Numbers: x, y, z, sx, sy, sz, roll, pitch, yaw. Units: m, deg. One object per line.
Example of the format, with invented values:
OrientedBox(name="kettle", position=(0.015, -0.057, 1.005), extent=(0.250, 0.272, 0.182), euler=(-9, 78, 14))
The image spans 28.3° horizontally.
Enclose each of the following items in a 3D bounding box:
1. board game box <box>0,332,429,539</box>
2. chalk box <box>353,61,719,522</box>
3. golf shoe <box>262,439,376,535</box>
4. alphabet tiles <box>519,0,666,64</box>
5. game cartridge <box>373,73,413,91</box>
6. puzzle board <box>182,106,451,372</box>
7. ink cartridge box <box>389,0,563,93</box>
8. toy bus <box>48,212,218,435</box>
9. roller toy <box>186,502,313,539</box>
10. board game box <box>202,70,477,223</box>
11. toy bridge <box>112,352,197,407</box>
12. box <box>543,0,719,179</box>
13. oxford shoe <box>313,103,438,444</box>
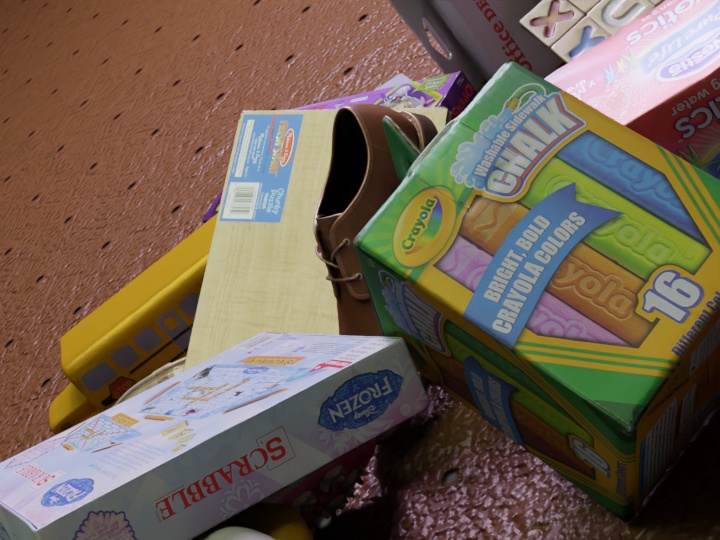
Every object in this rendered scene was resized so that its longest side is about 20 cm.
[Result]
OrientedBox(name="board game box", position=(-0.093, 0.092, 0.748), extent=(0.199, 0.041, 0.200), euler=(-26, 9, -22))
OrientedBox(name="chalk box", position=(0.081, -0.001, 0.682), extent=(0.200, 0.125, 0.124), euler=(33, 73, 25))
OrientedBox(name="golf shoe", position=(-0.084, 0.134, 0.811), extent=(0.200, 0.075, 0.092), euler=(-38, 66, 4))
OrientedBox(name="alphabet tiles", position=(0.208, -0.204, 0.941), extent=(0.200, 0.006, 0.166), euler=(-42, 56, -2))
OrientedBox(name="game cartridge", position=(0.007, -0.065, 1.046), extent=(0.133, 0.040, 0.200), euler=(-35, 29, 19))
OrientedBox(name="puzzle board", position=(-0.026, -0.013, 0.919), extent=(0.150, 0.017, 0.201), euler=(1, 67, 21))
OrientedBox(name="ink cartridge box", position=(0.113, -0.232, 1.050), extent=(0.200, 0.129, 0.125), euler=(-41, 28, -2))
OrientedBox(name="toy bus", position=(-0.146, 0.049, 1.027), extent=(0.200, 0.078, 0.065), euler=(-38, 28, 6))
OrientedBox(name="roller toy", position=(-0.069, 0.214, 0.640), extent=(0.200, 0.140, 0.182), euler=(-44, 29, -6))
OrientedBox(name="board game box", position=(-0.018, -0.080, 1.035), extent=(0.199, 0.032, 0.120), euler=(-5, 49, 46))
OrientedBox(name="toy bridge", position=(-0.113, 0.080, 0.953), extent=(0.199, 0.067, 0.027), euler=(-30, 67, 19))
OrientedBox(name="box", position=(0.202, -0.093, 0.778), extent=(0.199, 0.103, 0.095), euler=(-31, 30, 15))
OrientedBox(name="oxford shoe", position=(0.000, 0.000, 0.836), extent=(0.071, 0.071, 0.201), euler=(-11, 73, 45))
